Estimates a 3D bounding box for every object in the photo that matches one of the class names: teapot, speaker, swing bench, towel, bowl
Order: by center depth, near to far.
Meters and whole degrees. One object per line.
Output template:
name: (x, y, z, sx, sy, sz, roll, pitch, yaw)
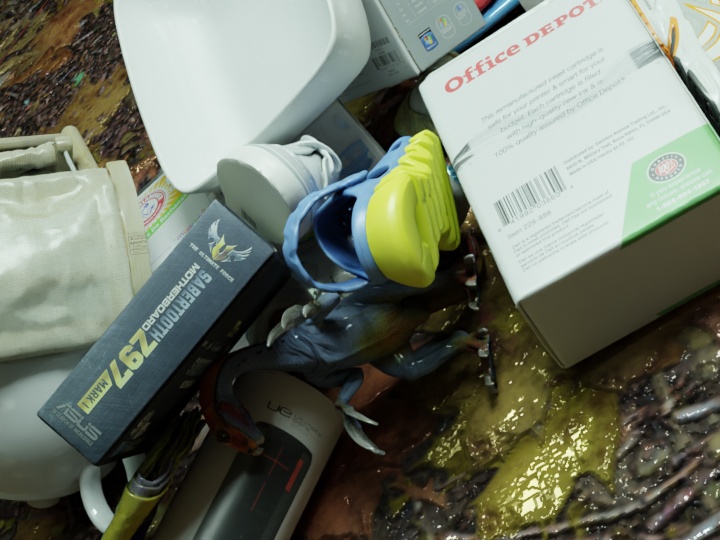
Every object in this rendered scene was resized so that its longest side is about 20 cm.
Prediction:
towel: (-0.154, 0.187, 0.887, 0.202, 0.023, 0.144, -64, 1, 14)
speaker: (-0.085, 0.163, 0.903, 0.081, 0.081, 0.201, 0, 53, 45)
bowl: (-0.076, -0.172, 0.983, 0.199, 0.074, 0.202, -38, 63, 36)
swing bench: (-0.269, -0.018, 1.012, 0.197, 0.132, 0.200, -8, 17, -24)
teapot: (-0.240, 0.109, 1.065, 0.195, 0.148, 0.200, -2, 16, 2)

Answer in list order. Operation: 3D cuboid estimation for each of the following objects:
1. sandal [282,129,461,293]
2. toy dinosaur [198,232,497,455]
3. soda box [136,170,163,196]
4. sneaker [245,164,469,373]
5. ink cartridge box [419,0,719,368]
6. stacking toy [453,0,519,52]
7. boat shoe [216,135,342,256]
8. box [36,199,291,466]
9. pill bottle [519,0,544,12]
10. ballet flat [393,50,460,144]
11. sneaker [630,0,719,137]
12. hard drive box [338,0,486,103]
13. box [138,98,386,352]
sandal: (0.010, -0.034, 0.854, 0.086, 0.080, 0.200, -13, 6, 15)
toy dinosaur: (-0.008, 0.055, 0.898, 0.179, 0.106, 0.200, -10, 9, 9)
soda box: (-0.154, -0.042, 1.178, 0.200, 0.064, 0.071, -40, -5, 5)
sneaker: (0.000, 0.000, 0.995, 0.199, 0.076, 0.081, -38, 33, 25)
ink cartridge box: (0.138, -0.066, 0.873, 0.145, 0.084, 0.201, -29, 48, 11)
stacking toy: (0.037, -0.273, 1.125, 0.109, 0.200, 0.117, -36, 35, 10)
boat shoe: (-0.044, -0.054, 0.927, 0.068, 0.072, 0.200, -44, -8, -9)
box: (-0.112, 0.042, 0.881, 0.158, 0.051, 0.200, -51, -2, -4)
pill bottle: (0.196, -0.272, 1.041, 0.113, 0.114, 0.201, 0, 54, 45)
ballet flat: (0.085, -0.129, 1.047, 0.199, 0.071, 0.071, 14, 63, 51)
sneaker: (0.241, -0.132, 0.891, 0.091, 0.076, 0.201, -25, 43, 6)
hard drive box: (-0.018, -0.237, 1.076, 0.077, 0.201, 0.155, -38, 14, -25)
box: (-0.076, -0.046, 1.082, 0.200, 0.112, 0.102, -42, 36, 4)
